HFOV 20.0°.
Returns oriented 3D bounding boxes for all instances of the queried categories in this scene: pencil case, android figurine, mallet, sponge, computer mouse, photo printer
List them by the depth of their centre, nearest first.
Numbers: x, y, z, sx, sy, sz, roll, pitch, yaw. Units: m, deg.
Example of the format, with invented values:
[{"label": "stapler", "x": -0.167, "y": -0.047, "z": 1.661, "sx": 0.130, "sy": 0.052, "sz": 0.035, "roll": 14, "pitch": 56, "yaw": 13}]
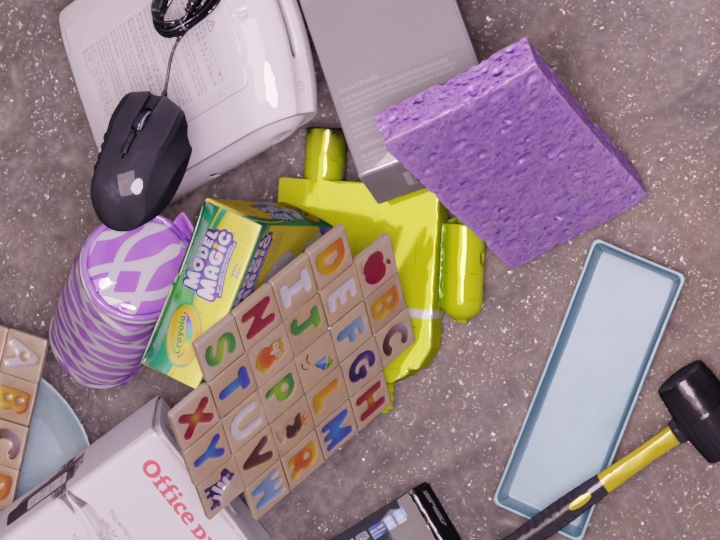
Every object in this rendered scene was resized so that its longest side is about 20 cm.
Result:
[{"label": "computer mouse", "x": -0.130, "y": -0.123, "z": 1.333, "sx": 0.058, "sy": 0.034, "sz": 0.202, "roll": 13, "pitch": 83, "yaw": 21}, {"label": "sponge", "x": 0.103, "y": -0.073, "z": 1.345, "sx": 0.111, "sy": 0.200, "sz": 0.030, "roll": -27, "pitch": 56, "yaw": 16}, {"label": "mallet", "x": 0.167, "y": 0.133, "z": 1.397, "sx": 0.199, "sy": 0.041, "sz": 0.066, "roll": -29, "pitch": 92, "yaw": 7}, {"label": "pencil case", "x": -0.165, "y": 0.023, "z": 1.423, "sx": 0.085, "sy": 0.200, "sz": 0.084, "roll": -28, "pitch": 84, "yaw": -20}, {"label": "photo printer", "x": -0.116, "y": -0.150, "z": 1.428, "sx": 0.199, "sy": 0.069, "sz": 0.168, "roll": -26, "pitch": 81, "yaw": 44}, {"label": "android figurine", "x": 0.000, "y": 0.000, "z": 1.455, "sx": 0.180, "sy": 0.041, "sz": 0.202, "roll": 2, "pitch": 93, "yaw": 16}]

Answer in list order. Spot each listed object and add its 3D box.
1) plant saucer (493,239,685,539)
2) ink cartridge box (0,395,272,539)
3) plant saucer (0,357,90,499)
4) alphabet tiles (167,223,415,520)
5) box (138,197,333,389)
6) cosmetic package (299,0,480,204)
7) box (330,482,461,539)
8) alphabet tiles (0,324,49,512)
[{"label": "plant saucer", "x": 0.160, "y": 0.083, "z": 1.424, "sx": 0.069, "sy": 0.019, "sz": 0.202, "roll": 23, "pitch": 98, "yaw": 14}, {"label": "ink cartridge box", "x": -0.178, "y": 0.210, "z": 1.465, "sx": 0.199, "sy": 0.083, "sz": 0.146, "roll": -36, "pitch": 103, "yaw": 7}, {"label": "plant saucer", "x": -0.283, "y": 0.162, "z": 1.549, "sx": 0.199, "sy": 0.039, "sz": 0.203, "roll": 1, "pitch": 92, "yaw": 16}, {"label": "alphabet tiles", "x": -0.041, "y": 0.069, "z": 1.348, "sx": 0.006, "sy": 0.200, "sz": 0.167, "roll": 27, "pitch": 146, "yaw": 39}, {"label": "box", "x": -0.082, "y": 0.013, "z": 1.356, "sx": 0.048, "sy": 0.200, "sz": 0.118, "roll": 24, "pitch": 97, "yaw": 15}, {"label": "cosmetic package", "x": 0.021, "y": -0.161, "z": 1.398, "sx": 0.106, "sy": 0.090, "sz": 0.202, "roll": -18, "pitch": 75, "yaw": 6}, {"label": "box", "x": 0.003, "y": 0.272, "z": 1.465, "sx": 0.199, "sy": 0.043, "sz": 0.161, "roll": -32, "pitch": 83, "yaw": 15}, {"label": "alphabet tiles", "x": -0.328, "y": 0.126, "z": 1.535, "sx": 0.166, "sy": 0.008, "sz": 0.202, "roll": 15, "pitch": 97, "yaw": 14}]
